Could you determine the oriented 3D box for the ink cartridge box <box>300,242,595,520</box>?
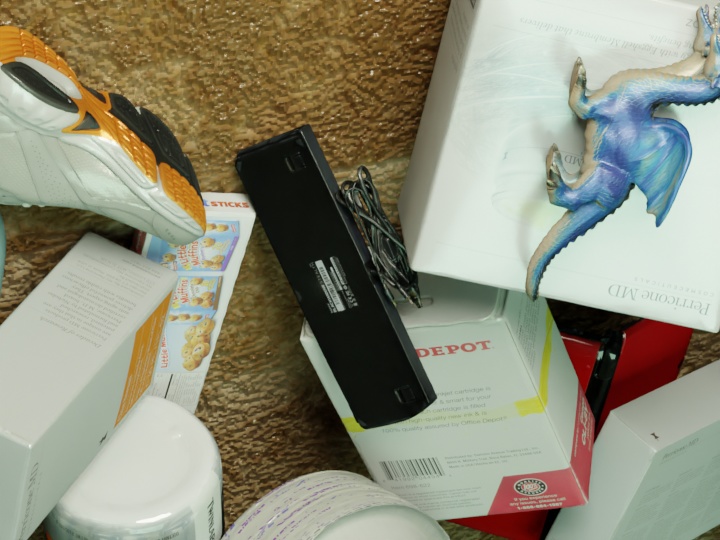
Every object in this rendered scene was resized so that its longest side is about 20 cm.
[{"bbox_3d":[0.063,0.074,1.775,0.144,0.084,0.201,-6,136,20],"label":"ink cartridge box"}]

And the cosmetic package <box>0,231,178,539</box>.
[{"bbox_3d":[-0.193,0.075,1.626,0.071,0.200,0.102,25,129,10],"label":"cosmetic package"}]

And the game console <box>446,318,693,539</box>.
[{"bbox_3d":[0.141,0.092,1.918,0.171,0.119,0.201,16,128,3],"label":"game console"}]

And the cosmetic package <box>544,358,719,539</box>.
[{"bbox_3d":[0.228,0.145,1.926,0.199,0.052,0.151,-20,144,-47],"label":"cosmetic package"}]

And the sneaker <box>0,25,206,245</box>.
[{"bbox_3d":[-0.180,-0.066,1.601,0.092,0.076,0.200,-38,127,22],"label":"sneaker"}]

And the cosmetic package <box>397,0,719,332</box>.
[{"bbox_3d":[0.143,-0.090,1.609,0.198,0.123,0.201,11,111,-8],"label":"cosmetic package"}]

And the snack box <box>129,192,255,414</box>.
[{"bbox_3d":[-0.128,0.034,1.738,0.071,0.024,0.201,2,129,-23],"label":"snack box"}]

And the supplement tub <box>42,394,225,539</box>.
[{"bbox_3d":[-0.150,0.190,1.770,0.122,0.123,0.201,-13,136,-13],"label":"supplement tub"}]

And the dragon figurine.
[{"bbox_3d":[0.159,-0.062,1.517,0.099,0.059,0.201,16,101,0],"label":"dragon figurine"}]

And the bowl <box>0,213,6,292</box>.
[{"bbox_3d":[-0.303,0.028,1.598,0.199,0.105,0.202,-12,134,-13],"label":"bowl"}]

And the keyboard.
[{"bbox_3d":[0.000,0.000,1.669,0.040,0.104,0.201,-34,102,-42],"label":"keyboard"}]

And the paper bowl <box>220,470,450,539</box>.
[{"bbox_3d":[-0.014,0.244,1.756,0.200,0.104,0.202,-21,123,-37],"label":"paper bowl"}]
